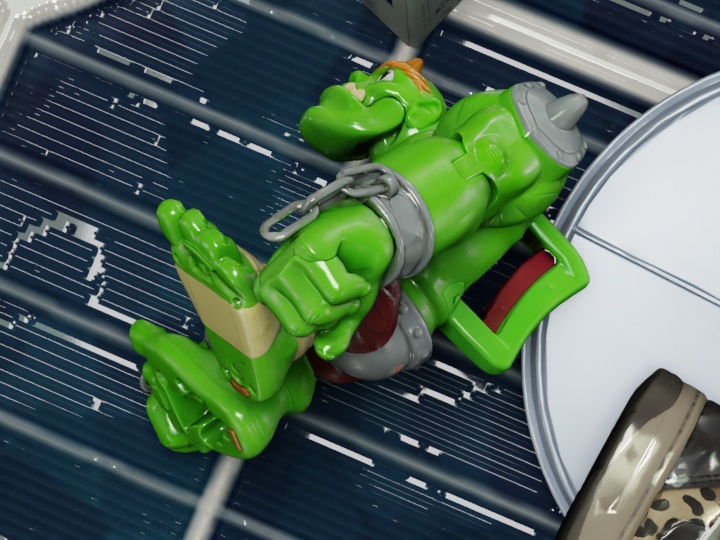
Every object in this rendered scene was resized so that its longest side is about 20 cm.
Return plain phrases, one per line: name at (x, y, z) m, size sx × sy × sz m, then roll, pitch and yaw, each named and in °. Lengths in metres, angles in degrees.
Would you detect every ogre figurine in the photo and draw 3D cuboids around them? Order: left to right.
ogre figurine at (0.000, 0.000, 0.749) m, size 0.120 × 0.200 × 0.098 m, roll -33°, pitch 65°, yaw -22°

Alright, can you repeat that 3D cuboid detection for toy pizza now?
toy pizza at (0.152, 0.029, 0.806) m, size 0.200 × 0.032 × 0.201 m, roll 0°, pitch 90°, yaw 5°

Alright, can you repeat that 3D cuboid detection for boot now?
boot at (0.114, 0.147, 0.765) m, size 0.150 × 0.073 × 0.200 m, roll 23°, pitch 99°, yaw 5°

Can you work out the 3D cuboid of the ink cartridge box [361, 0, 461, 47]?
ink cartridge box at (0.072, -0.161, 0.794) m, size 0.200 × 0.099 × 0.039 m, roll -45°, pitch 84°, yaw -2°
